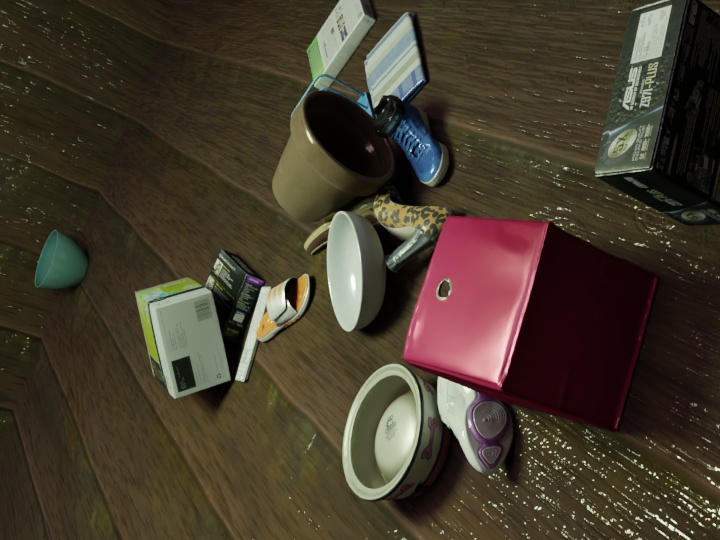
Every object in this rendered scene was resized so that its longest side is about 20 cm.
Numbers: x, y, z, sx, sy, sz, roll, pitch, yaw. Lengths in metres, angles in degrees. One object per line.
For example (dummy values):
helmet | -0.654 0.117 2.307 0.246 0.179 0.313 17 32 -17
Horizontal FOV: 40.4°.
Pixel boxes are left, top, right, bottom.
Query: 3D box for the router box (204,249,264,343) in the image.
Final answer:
router box | -0.293 0.054 2.170 0.151 0.050 0.200 -64 30 6

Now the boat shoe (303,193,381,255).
boat shoe | -0.019 -0.065 1.758 0.198 0.072 0.073 -30 84 30

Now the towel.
towel | 0.066 -0.381 1.863 0.147 0.023 0.203 -43 41 35

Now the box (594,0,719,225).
box | 0.364 -0.174 1.092 0.086 0.162 0.204 0 73 58

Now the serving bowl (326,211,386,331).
serving bowl | 0.000 0.000 1.663 0.200 0.064 0.205 177 90 -72

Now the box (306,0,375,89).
box | -0.045 -0.507 2.115 0.200 0.036 0.146 -49 36 31

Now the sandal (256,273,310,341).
sandal | -0.168 0.077 1.939 0.206 0.058 0.080 -43 39 39

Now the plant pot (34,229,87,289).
plant pot | -1.010 -0.020 3.340 0.199 0.133 0.204 -37 43 44

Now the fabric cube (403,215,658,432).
fabric cube | 0.202 0.061 1.185 0.198 0.197 0.200 10 79 60

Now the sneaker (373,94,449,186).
sneaker | 0.077 -0.226 1.659 0.077 0.110 0.202 -50 35 30

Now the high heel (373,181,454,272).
high heel | 0.093 -0.106 1.620 0.142 0.071 0.203 -37 39 27

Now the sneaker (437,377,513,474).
sneaker | 0.152 0.197 1.337 0.202 0.073 0.101 -101 24 -43

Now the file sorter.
file sorter | -0.051 -0.257 1.875 0.139 0.121 0.202 -51 32 30

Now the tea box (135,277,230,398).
tea box | -0.384 0.140 2.102 0.196 0.131 0.204 20 123 62

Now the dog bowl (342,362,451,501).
dog bowl | 0.056 0.245 1.445 0.200 0.073 0.204 -38 42 44

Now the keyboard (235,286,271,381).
keyboard | -0.224 0.132 2.049 0.056 0.011 0.204 1 73 59

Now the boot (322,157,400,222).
boot | 0.005 -0.142 1.786 0.198 0.075 0.075 -28 38 31

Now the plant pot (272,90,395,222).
plant pot | -0.063 -0.180 1.701 0.175 0.197 0.203 -46 37 37
